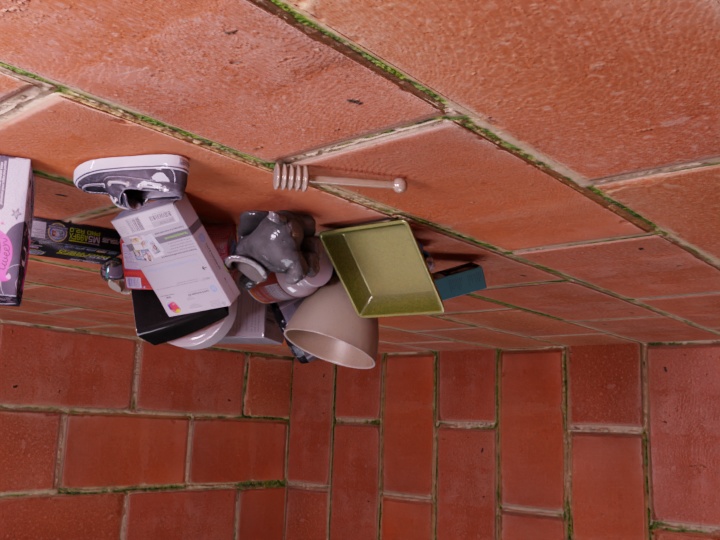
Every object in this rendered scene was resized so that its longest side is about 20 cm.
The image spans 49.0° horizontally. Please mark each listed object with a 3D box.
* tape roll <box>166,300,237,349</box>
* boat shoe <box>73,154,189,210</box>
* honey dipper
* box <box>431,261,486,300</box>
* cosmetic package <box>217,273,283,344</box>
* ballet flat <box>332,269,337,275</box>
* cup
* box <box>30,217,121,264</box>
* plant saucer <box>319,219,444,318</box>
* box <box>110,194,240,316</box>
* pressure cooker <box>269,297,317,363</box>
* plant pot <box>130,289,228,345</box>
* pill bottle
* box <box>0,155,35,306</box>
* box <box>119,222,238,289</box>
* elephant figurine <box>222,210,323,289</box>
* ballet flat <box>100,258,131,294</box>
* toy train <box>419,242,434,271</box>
[{"bbox_3d":[-0.382,0.074,1.787,0.198,0.207,0.071,1,170,7],"label":"tape roll"},{"bbox_3d":[-0.333,-0.120,1.134,0.196,0.069,0.072,-2,168,21],"label":"boat shoe"},{"bbox_3d":[-0.026,-0.126,1.130,0.196,0.039,0.038,4,169,-16],"label":"honey dipper"},{"bbox_3d":[0.159,0.035,1.668,0.196,0.050,0.082,-16,-171,-7],"label":"box"},{"bbox_3d":[-0.302,0.093,1.960,0.196,0.168,0.165,1,169,12],"label":"cosmetic package"},{"bbox_3d":[0.000,0.000,1.725,0.196,0.071,0.069,10,167,-18],"label":"ballet flat"},{"bbox_3d":[-0.042,0.097,1.620,0.197,0.145,0.201,17,159,6],"label":"cup"},{"bbox_3d":[-0.587,-0.057,1.568,0.197,0.045,0.159,10,166,-33],"label":"box"},{"bbox_3d":[0.046,-0.010,1.455,0.197,0.048,0.202,-6,122,35],"label":"plant saucer"},{"bbox_3d":[-0.312,-0.022,1.339,0.154,0.202,0.041,-11,-153,33],"label":"box"},{"bbox_3d":[-0.086,0.095,1.780,0.198,0.178,0.179,-30,-160,-2],"label":"pressure cooker"},{"bbox_3d":[-0.373,0.032,1.644,0.174,0.204,0.200,-10,170,-7],"label":"plant pot"},{"bbox_3d":[-0.145,0.002,1.603,0.111,0.115,0.198,10,166,-36],"label":"pill bottle"},{"bbox_3d":[-0.547,-0.059,1.138,0.130,0.204,0.115,6,170,-19],"label":"box"},{"bbox_3d":[-0.327,-0.027,1.444,0.196,0.102,0.096,1,-155,2],"label":"box"},{"bbox_3d":[-0.176,-0.030,1.374,0.197,0.158,0.141,-7,-165,27],"label":"elephant figurine"},{"bbox_3d":[-0.572,0.022,1.903,0.071,0.074,0.200,1,169,8],"label":"ballet flat"},{"bbox_3d":[0.054,-0.013,1.579,0.113,0.088,0.198,24,160,-40],"label":"toy train"}]
